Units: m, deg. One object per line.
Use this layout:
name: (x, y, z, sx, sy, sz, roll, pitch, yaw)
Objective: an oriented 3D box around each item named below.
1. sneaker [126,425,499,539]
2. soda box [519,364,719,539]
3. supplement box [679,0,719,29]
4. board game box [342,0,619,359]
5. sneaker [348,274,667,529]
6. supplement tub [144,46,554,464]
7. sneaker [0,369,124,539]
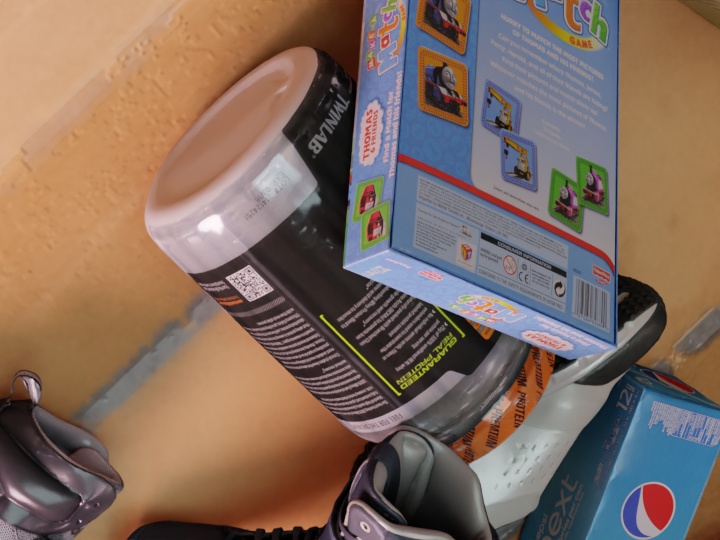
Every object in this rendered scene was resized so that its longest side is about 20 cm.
sneaker: (-0.027, 0.131, 0.755, 0.200, 0.077, 0.147, 15, 129, 12)
soda box: (0.135, 0.155, 0.873, 0.064, 0.068, 0.202, 17, 99, -22)
supplement box: (0.271, -0.158, 0.761, 0.198, 0.200, 0.135, 28, 95, -22)
board game box: (0.064, -0.075, 0.730, 0.150, 0.036, 0.202, 22, 63, -37)
sneaker: (0.089, 0.081, 0.842, 0.199, 0.074, 0.080, -39, 117, 4)
supplement tub: (0.000, 0.000, 0.756, 0.123, 0.123, 0.200, -45, 113, -2)
sneaker: (-0.161, 0.149, 0.767, 0.113, 0.075, 0.202, -26, 109, -7)
